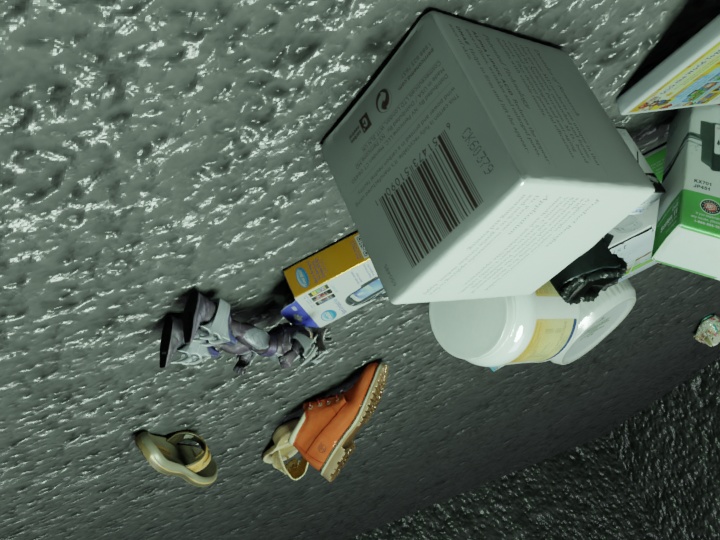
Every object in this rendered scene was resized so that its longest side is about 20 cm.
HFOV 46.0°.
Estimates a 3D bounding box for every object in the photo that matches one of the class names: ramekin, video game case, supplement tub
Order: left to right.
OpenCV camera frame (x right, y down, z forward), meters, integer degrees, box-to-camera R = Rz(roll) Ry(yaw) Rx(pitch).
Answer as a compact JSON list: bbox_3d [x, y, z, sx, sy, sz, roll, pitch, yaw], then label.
[{"bbox_3d":[0.196,0.055,1.148,0.144,0.146,0.198,-40,153,31],"label":"supplement tub"},{"bbox_3d":[0.349,0.062,1.353,0.200,0.095,0.204,-32,154,-17],"label":"ramekin"},{"bbox_3d":[0.384,-0.214,0.848,0.178,0.023,0.200,-10,169,-16],"label":"video game case"}]

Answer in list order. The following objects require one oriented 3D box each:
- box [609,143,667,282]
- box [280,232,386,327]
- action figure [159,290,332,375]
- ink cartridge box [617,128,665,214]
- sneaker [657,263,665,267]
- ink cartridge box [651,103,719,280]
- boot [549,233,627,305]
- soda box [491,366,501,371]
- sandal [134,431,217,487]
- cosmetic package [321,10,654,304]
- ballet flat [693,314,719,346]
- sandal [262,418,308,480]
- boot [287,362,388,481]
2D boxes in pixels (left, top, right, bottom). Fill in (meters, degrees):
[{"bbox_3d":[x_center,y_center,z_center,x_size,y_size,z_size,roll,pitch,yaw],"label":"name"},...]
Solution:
[{"bbox_3d":[0.375,-0.068,1.145,0.197,0.098,0.177,-27,157,1],"label":"box"},{"bbox_3d":[0.000,0.000,0.960,0.197,0.042,0.119,-25,157,2],"label":"box"},{"bbox_3d":[-0.117,0.080,0.930,0.197,0.071,0.129,14,154,-39],"label":"action figure"},{"bbox_3d":[0.245,-0.108,0.922,0.197,0.095,0.044,-5,150,-41],"label":"ink cartridge box"},{"bbox_3d":[0.503,-0.036,1.379,0.198,0.078,0.084,1,141,-46],"label":"sneaker"},{"bbox_3d":[0.421,-0.095,0.957,0.144,0.203,0.084,15,152,4],"label":"ink cartridge box"},{"bbox_3d":[0.191,-0.041,0.917,0.196,0.164,0.073,-5,149,-41],"label":"boot"},{"bbox_3d":[0.215,0.106,1.381,0.068,0.064,0.200,-30,156,7],"label":"soda box"},{"bbox_3d":[-0.249,0.258,1.206,0.054,0.080,0.200,-47,153,-4],"label":"sandal"},{"bbox_3d":[0.107,-0.087,0.726,0.198,0.167,0.165,-1,148,-45],"label":"cosmetic package"},{"bbox_3d":[0.969,0.177,2.350,0.075,0.065,0.200,-32,157,11],"label":"ballet flat"},{"bbox_3d":[-0.123,0.331,1.481,0.076,0.071,0.213,-18,156,-19],"label":"sandal"},{"bbox_3d":[-0.035,0.217,1.334,0.202,0.106,0.075,-58,163,2],"label":"boot"}]
